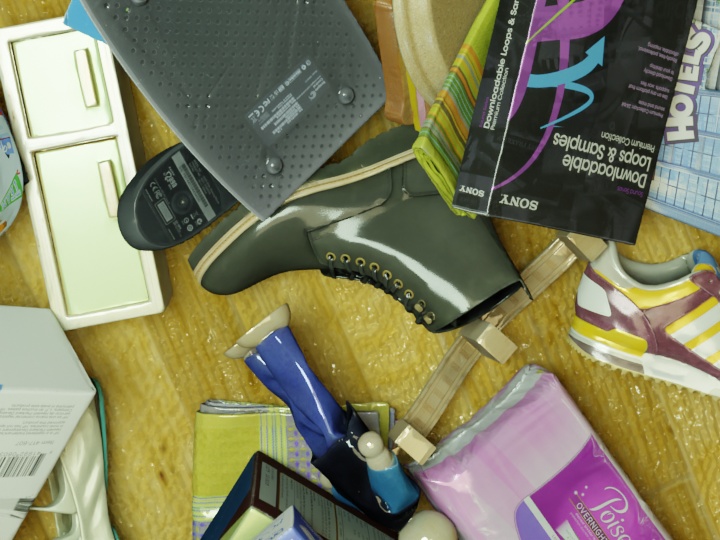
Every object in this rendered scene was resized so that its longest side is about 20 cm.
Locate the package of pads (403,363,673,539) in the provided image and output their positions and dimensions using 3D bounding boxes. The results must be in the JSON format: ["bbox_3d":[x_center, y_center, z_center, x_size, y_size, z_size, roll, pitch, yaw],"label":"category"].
[{"bbox_3d":[0.134,0.176,1.129,0.120,0.076,0.200,-38,100,-9],"label":"package of pads"}]

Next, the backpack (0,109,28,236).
[{"bbox_3d":[-0.316,-0.062,1.033,0.190,0.154,0.201,-26,100,15],"label":"backpack"}]

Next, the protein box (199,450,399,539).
[{"bbox_3d":[-0.037,0.267,1.096,0.200,0.135,0.199,31,97,-6],"label":"protein box"}]

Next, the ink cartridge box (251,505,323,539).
[{"bbox_3d":[-0.086,0.244,1.000,0.200,0.044,0.094,-41,99,5],"label":"ink cartridge box"}]

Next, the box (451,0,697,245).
[{"bbox_3d":[0.138,-0.122,1.007,0.143,0.036,0.201,8,99,-41],"label":"box"}]

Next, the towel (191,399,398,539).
[{"bbox_3d":[-0.049,0.186,1.161,0.143,0.023,0.201,3,99,-3],"label":"towel"}]

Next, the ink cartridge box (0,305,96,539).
[{"bbox_3d":[-0.282,0.120,1.050,0.146,0.084,0.200,6,127,-43],"label":"ink cartridge box"}]

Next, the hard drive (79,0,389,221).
[{"bbox_3d":[-0.076,-0.140,1.004,0.135,0.042,0.200,-45,128,-8],"label":"hard drive"}]

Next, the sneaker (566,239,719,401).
[{"bbox_3d":[0.245,0.037,1.118,0.199,0.075,0.091,13,105,-5],"label":"sneaker"}]

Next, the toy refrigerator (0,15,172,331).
[{"bbox_3d":[-0.182,-0.067,1.090,0.076,0.070,0.201,-10,99,0],"label":"toy refrigerator"}]

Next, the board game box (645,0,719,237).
[{"bbox_3d":[0.188,-0.123,1.096,0.199,0.062,0.201,6,99,-4],"label":"board game box"}]

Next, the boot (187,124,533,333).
[{"bbox_3d":[0.000,0.000,1.079,0.199,0.077,0.139,-29,75,4],"label":"boot"}]

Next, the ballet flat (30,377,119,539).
[{"bbox_3d":[-0.200,0.170,1.128,0.069,0.069,0.201,-9,93,0],"label":"ballet flat"}]

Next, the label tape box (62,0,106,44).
[{"bbox_3d":[-0.078,-0.212,1.037,0.143,0.066,0.201,24,95,-37],"label":"label tape box"}]

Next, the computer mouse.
[{"bbox_3d":[-0.080,-0.079,1.080,0.200,0.034,0.059,-36,114,-24],"label":"computer mouse"}]

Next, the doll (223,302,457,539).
[{"bbox_3d":[-0.008,0.116,1.080,0.048,0.136,0.200,-38,90,-21],"label":"doll"}]

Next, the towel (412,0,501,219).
[{"bbox_3d":[0.092,-0.136,1.009,0.018,0.086,0.201,18,72,30],"label":"towel"}]

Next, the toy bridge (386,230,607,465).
[{"bbox_3d":[0.086,0.048,1.116,0.027,0.067,0.200,41,87,-9],"label":"toy bridge"}]

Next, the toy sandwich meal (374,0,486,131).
[{"bbox_3d":[0.056,-0.185,1.027,0.070,0.205,0.206,10,101,32],"label":"toy sandwich meal"}]
